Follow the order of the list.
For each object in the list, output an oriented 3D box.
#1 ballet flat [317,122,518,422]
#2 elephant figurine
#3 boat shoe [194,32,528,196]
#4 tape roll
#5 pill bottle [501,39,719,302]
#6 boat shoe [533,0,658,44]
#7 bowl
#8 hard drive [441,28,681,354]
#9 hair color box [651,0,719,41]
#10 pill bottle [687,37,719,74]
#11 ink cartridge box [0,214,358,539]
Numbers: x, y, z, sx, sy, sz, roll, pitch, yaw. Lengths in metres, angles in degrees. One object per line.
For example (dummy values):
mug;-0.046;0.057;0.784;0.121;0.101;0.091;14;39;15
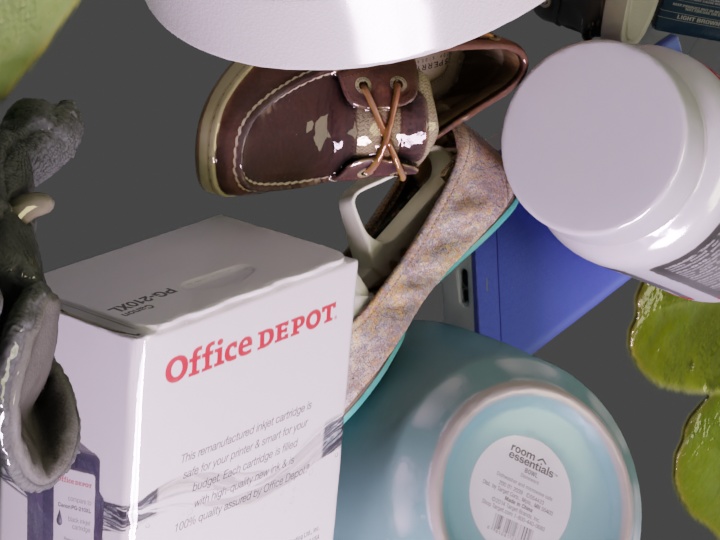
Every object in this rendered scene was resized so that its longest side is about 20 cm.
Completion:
ballet flat;0.000;0.000;1.256;0.200;0.068;0.067;-52;121;-30
elephant figurine;-0.160;0.024;0.987;0.155;0.142;0.200;-46;165;12
boat shoe;0.006;-0.077;1.209;0.200;0.072;0.072;-23;123;-48
tape roll;0.003;-0.153;1.055;0.203;0.202;0.037;-45;138;-34
pill bottle;0.154;-0.051;1.328;0.200;0.114;0.114;18;90;-63
boat shoe;0.132;-0.212;1.320;0.074;0.060;0.201;-41;144;-55
bowl;0.057;0.118;1.261;0.200;0.105;0.202;5;79;-29
hard drive;0.113;-0.034;1.422;0.200;0.025;0.132;-35;131;-42
hair color box;0.200;-0.214;1.334;0.200;0.060;0.100;103;-4;-59
pill bottle;0.257;-0.065;1.535;0.112;0.112;0.200;-60;145;-16
ink cartridge box;-0.082;0.090;1.152;0.145;0.084;0.201;-21;122;-49
